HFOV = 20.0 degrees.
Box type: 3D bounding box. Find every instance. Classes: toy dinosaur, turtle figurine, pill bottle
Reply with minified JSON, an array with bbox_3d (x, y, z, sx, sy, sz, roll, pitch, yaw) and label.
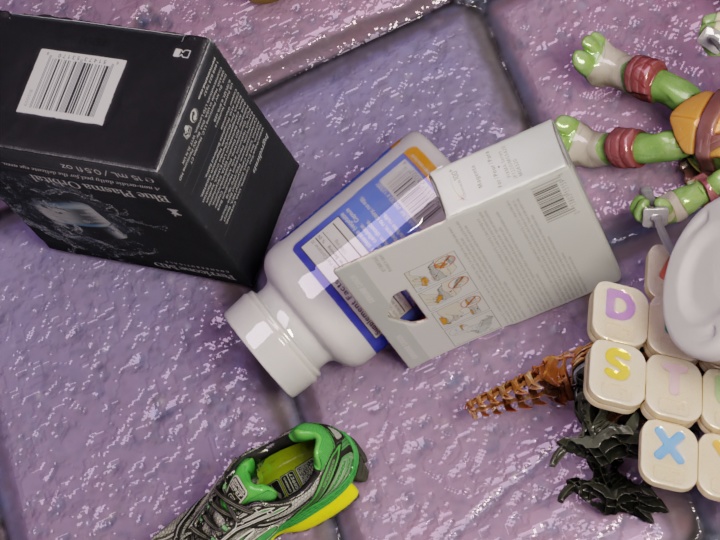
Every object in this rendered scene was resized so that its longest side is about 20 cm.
[{"bbox_3d":[0.180,0.095,1.433,0.200,0.102,0.136,-20,44,31],"label":"toy dinosaur"},{"bbox_3d":[0.217,-0.111,1.454,0.194,0.144,0.200,16,32,43],"label":"turtle figurine"},{"bbox_3d":[0.000,0.000,1.514,0.200,0.112,0.112,-40,59,-1],"label":"pill bottle"},{"bbox_3d":[0.307,0.029,1.337,0.111,0.199,0.111,-42,39,47],"label":"pill bottle"}]

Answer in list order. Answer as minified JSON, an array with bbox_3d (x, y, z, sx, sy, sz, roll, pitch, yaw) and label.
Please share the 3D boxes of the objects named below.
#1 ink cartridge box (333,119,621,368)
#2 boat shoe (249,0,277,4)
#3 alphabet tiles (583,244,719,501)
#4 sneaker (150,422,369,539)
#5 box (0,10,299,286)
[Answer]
[{"bbox_3d":[0.082,-0.013,1.438,0.173,0.200,0.044,-23,62,8],"label":"ink cartridge box"},{"bbox_3d":[-0.021,-0.297,1.681,0.200,0.074,0.069,-27,66,7],"label":"boat shoe"},{"bbox_3d":[0.248,0.071,1.380,0.199,0.015,0.196,14,52,-6],"label":"alphabet tiles"},{"bbox_3d":[-0.093,0.174,1.481,0.200,0.085,0.078,-39,60,0],"label":"sneaker"},{"bbox_3d":[-0.181,-0.093,1.570,0.196,0.200,0.118,10,69,24],"label":"box"}]
